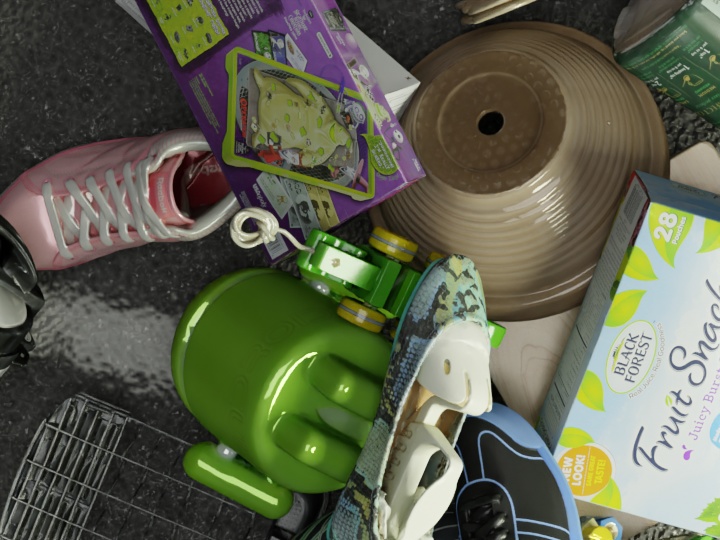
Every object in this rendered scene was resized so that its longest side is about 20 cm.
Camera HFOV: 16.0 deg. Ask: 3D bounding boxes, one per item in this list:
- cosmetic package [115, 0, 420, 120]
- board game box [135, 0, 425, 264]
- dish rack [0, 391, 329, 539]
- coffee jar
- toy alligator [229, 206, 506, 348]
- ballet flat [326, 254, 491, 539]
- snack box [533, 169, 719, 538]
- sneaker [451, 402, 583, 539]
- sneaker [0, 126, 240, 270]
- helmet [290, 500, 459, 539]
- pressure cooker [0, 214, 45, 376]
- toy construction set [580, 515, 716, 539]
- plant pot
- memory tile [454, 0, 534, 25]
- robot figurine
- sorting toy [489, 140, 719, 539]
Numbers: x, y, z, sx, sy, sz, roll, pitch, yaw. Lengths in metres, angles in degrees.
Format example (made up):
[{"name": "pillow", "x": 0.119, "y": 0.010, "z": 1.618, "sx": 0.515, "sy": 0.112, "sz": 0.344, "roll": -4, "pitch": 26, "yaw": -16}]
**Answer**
[{"name": "cosmetic package", "x": -0.062, "y": -0.146, "z": 1.635, "sx": 0.200, "sy": 0.051, "sz": 0.083, "roll": 42, "pitch": 122, "yaw": 18}, {"name": "board game box", "x": -0.053, "y": -0.118, "z": 1.588, "sx": 0.120, "sy": 0.032, "sz": 0.201, "roll": -30, "pitch": 85, "yaw": 38}, {"name": "dish rack", "x": -0.137, "y": 0.175, "z": 1.715, "sx": 0.199, "sy": 0.055, "sz": 0.154, "roll": 23, "pitch": 94, "yaw": 1}, {"name": "coffee jar", "x": 0.265, "y": -0.122, "z": 1.632, "sx": 0.200, "sy": 0.104, "sz": 0.086, "roll": 34, "pitch": 57, "yaw": -17}, {"name": "toy alligator", "x": 0.000, "y": 0.000, "z": 1.576, "sx": 0.199, "sy": 0.054, "sz": 0.060, "roll": 24, "pitch": 94, "yaw": -24}, {"name": "ballet flat", "x": 0.044, "y": 0.092, "z": 1.540, "sx": 0.074, "sy": 0.074, "sz": 0.201, "roll": 18, "pitch": 94, "yaw": 0}, {"name": "snack box", "x": 0.215, "y": 0.058, "z": 1.592, "sx": 0.168, "sy": 0.068, "sz": 0.201, "roll": 17, "pitch": 108, "yaw": -10}, {"name": "sneaker", "x": 0.093, "y": 0.179, "z": 1.553, "sx": 0.070, "sy": 0.078, "sz": 0.201, "roll": -28, "pitch": 81, "yaw": 37}, {"name": "sneaker", "x": -0.153, "y": -0.049, "z": 1.668, "sx": 0.199, "sy": 0.105, "sz": 0.076, "roll": -16, "pitch": 97, "yaw": 4}, {"name": "helmet", "x": 0.026, "y": 0.237, "z": 1.643, "sx": 0.200, "sy": 0.200, "sz": 0.191, "roll": -33, "pitch": 97, "yaw": 4}, {"name": "pressure cooker", "x": -0.306, "y": 0.030, "z": 1.637, "sx": 0.179, "sy": 0.176, "sz": 0.200, "roll": 42, "pitch": 103, "yaw": 2}, {"name": "toy construction set", "x": 0.189, "y": 0.248, "z": 1.623, "sx": 0.131, "sy": 0.092, "sz": 0.201, "roll": -6, "pitch": 97, "yaw": -32}, {"name": "plant pot", "x": 0.091, "y": -0.077, "z": 1.623, "sx": 0.200, "sy": 0.093, "sz": 0.202, "roll": -6, "pitch": 68, "yaw": 15}, {"name": "memory tile", "x": 0.156, "y": -0.199, "z": 1.621, "sx": 0.199, "sy": 0.153, "sz": 0.017, "roll": -22, "pitch": 95, "yaw": 2}, {"name": "robot figurine", "x": -0.047, "y": 0.068, "z": 1.640, "sx": 0.115, "sy": 0.200, "sz": 0.176, "roll": 25, "pitch": 94, "yaw": -36}, {"name": "sorting toy", "x": 0.188, "y": 0.048, "z": 1.685, "sx": 0.198, "sy": 0.070, "sz": 0.201, "roll": -30, "pitch": 93, "yaw": 4}]
